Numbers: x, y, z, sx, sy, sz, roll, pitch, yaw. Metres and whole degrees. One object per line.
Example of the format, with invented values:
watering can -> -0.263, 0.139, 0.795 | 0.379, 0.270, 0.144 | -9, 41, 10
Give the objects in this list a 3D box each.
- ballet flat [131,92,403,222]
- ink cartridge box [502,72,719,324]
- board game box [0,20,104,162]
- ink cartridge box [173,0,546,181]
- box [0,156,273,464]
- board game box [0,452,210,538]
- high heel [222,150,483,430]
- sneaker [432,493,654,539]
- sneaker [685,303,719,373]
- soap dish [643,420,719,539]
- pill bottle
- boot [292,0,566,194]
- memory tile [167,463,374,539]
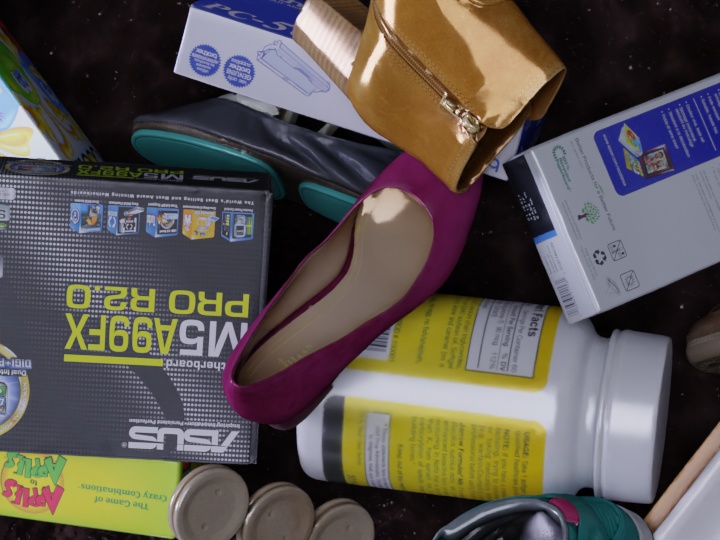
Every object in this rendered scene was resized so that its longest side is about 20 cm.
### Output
ballet flat -> -0.033, -0.068, 1.656 | 0.199, 0.073, 0.073 | 19, 95, 15
ink cartridge box -> 0.182, -0.050, 1.597 | 0.200, 0.039, 0.100 | -21, 87, -28
board game box -> -0.216, -0.058, 1.662 | 0.103, 0.105, 0.200 | -37, 86, 8
ink cartridge box -> 0.004, -0.110, 1.625 | 0.199, 0.094, 0.044 | 18, 109, 9
box -> -0.151, 0.021, 1.582 | 0.199, 0.044, 0.161 | 4, 105, -3
board game box -> -0.190, 0.109, 1.661 | 0.199, 0.102, 0.048 | 7, 100, 9
high heel -> 0.000, 0.000, 1.529 | 0.067, 0.096, 0.200 | 31, 85, 15
sneaker -> 0.069, 0.200, 1.542 | 0.084, 0.121, 0.200 | 35, 91, 39
sneaker -> 0.273, -0.002, 1.610 | 0.199, 0.070, 0.076 | -18, 71, 6
soap dish -> 0.258, 0.174, 1.600 | 0.200, 0.081, 0.158 | 38, 97, 7
pill bottle -> 0.071, 0.073, 1.613 | 0.199, 0.114, 0.115 | 7, 93, 10
boot -> 0.057, -0.153, 1.509 | 0.144, 0.071, 0.201 | 39, 120, 19
memory tile -> -0.078, 0.212, 1.638 | 0.017, 0.153, 0.200 | 29, 98, 49
